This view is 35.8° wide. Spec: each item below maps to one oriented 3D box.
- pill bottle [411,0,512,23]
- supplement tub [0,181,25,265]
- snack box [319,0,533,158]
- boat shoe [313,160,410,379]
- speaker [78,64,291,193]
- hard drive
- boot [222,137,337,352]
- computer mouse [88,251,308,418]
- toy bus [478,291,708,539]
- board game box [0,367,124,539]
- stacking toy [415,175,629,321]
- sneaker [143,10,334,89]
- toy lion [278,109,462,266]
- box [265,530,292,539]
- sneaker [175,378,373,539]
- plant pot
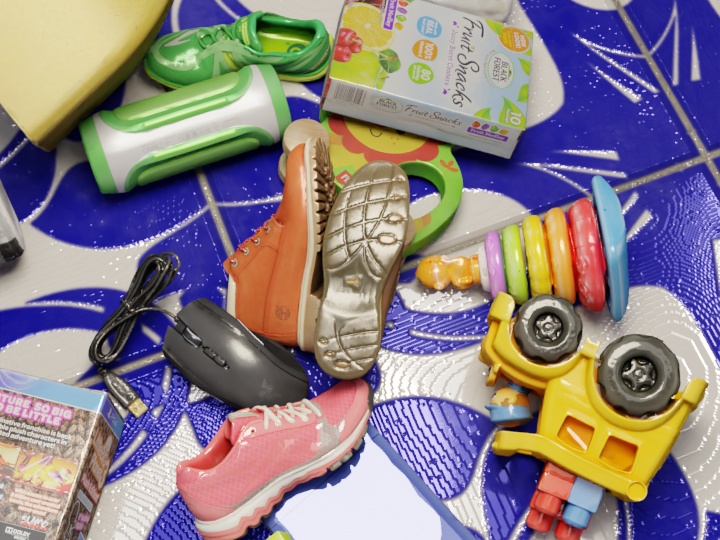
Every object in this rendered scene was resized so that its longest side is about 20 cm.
[{"bbox_3d":[0.111,-0.361,1.197,0.112,0.112,0.201,5,67,0],"label":"pill bottle"},{"bbox_3d":[-0.427,-0.033,1.036,0.199,0.123,0.123,-23,70,-12],"label":"supplement tub"},{"bbox_3d":[0.069,-0.204,1.126,0.199,0.053,0.143,15,56,-6],"label":"snack box"},{"bbox_3d":[0.000,0.000,1.012,0.072,0.068,0.201,11,82,5],"label":"boat shoe"},{"bbox_3d":[-0.173,-0.141,1.110,0.199,0.089,0.089,-19,69,-10],"label":"speaker"},{"bbox_3d":[0.023,0.248,0.984,0.132,0.025,0.200,-39,73,-16],"label":"hard drive"},{"bbox_3d":[-0.077,-0.026,1.036,0.107,0.075,0.201,8,101,13],"label":"boot"},{"bbox_3d":[-0.155,0.092,1.019,0.200,0.046,0.141,40,95,0],"label":"computer mouse"},{"bbox_3d":[0.179,0.135,0.993,0.199,0.136,0.193,25,85,11],"label":"toy bus"},{"bbox_3d":[-0.315,0.192,0.958,0.159,0.097,0.201,14,67,4],"label":"board game box"},{"bbox_3d":[0.151,-0.006,1.064,0.199,0.110,0.116,-8,45,8],"label":"stacking toy"},{"bbox_3d":[-0.126,-0.236,1.152,0.199,0.084,0.074,-6,68,-4],"label":"sneaker"},{"bbox_3d":[0.028,-0.120,1.126,0.191,0.069,0.200,-36,73,-23],"label":"toy lion"},{"bbox_3d":[-0.055,0.334,0.923,0.122,0.048,0.200,-37,73,-3],"label":"box"},{"bbox_3d":[-0.074,0.149,0.977,0.200,0.074,0.087,-38,114,-16],"label":"sneaker"},{"bbox_3d":[-0.284,-0.253,1.046,0.200,0.194,0.196,-40,101,-7],"label":"plant pot"}]
